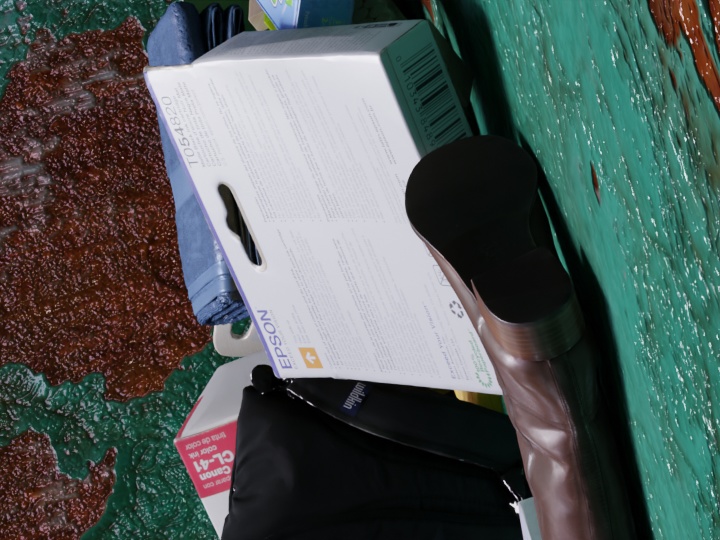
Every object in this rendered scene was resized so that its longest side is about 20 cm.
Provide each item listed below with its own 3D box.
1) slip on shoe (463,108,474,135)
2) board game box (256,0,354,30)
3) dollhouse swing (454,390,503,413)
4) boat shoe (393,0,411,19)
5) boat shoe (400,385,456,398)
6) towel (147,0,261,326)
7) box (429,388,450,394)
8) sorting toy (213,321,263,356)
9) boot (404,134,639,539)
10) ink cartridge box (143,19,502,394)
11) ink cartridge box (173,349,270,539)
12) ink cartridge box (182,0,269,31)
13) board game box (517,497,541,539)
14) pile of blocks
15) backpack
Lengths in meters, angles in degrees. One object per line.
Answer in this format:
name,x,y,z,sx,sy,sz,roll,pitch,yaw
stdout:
slip on shoe,0.043,-0.033,1.516,0.201,0.076,0.061,68,-170,17
board game box,-0.042,-0.227,1.467,0.200,0.036,0.152,-123,37,-56
dollhouse swing,-0.001,-0.001,1.664,0.200,0.180,0.177,-112,27,-62
boat shoe,-0.006,-0.153,1.696,0.068,0.072,0.200,35,-153,-10
boat shoe,0.035,0.073,1.940,0.201,0.072,0.065,60,165,-3
towel,-0.095,-0.069,1.781,0.112,0.048,0.201,149,111,-70
box,0.000,0.000,1.813,0.200,0.041,0.120,24,-137,-48
sorting toy,-0.036,-0.011,2.048,0.107,0.179,0.201,-111,5,-66
boot,0.083,0.057,1.291,0.187,0.064,0.201,-106,-3,-57
ink cartridge box,-0.006,-0.031,1.420,0.199,0.041,0.201,2,122,49
ink cartridge box,-0.040,0.165,1.886,0.148,0.085,0.201,-63,-47,-70
ink cartridge box,-0.043,-0.142,1.879,0.048,0.145,0.201,-7,100,46
board game box,0.136,0.245,1.432,0.200,0.041,0.200,78,176,-57
pile of blocks,-0.001,-0.113,1.472,0.062,0.082,0.200,49,-178,-34
backpack,0.023,0.147,1.605,0.127,0.199,0.168,84,-170,-65
